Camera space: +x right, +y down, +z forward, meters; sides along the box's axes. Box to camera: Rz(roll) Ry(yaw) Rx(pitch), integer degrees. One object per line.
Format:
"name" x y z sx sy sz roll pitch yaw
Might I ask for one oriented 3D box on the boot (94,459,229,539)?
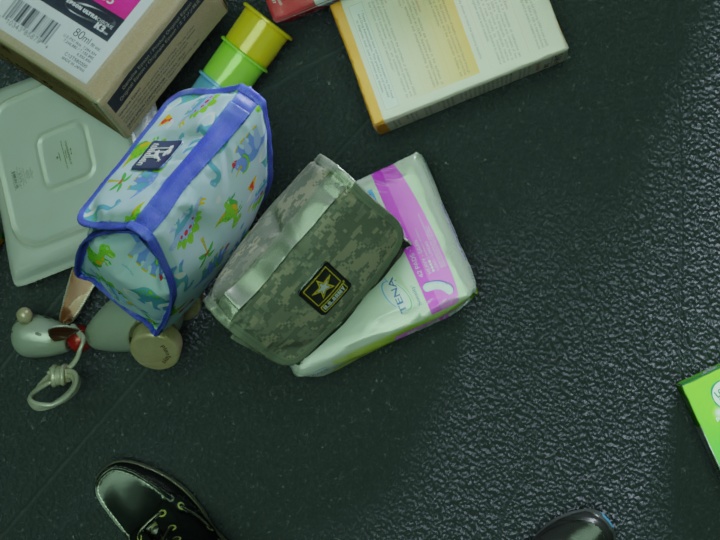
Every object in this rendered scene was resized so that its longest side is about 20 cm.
"boot" -0.183 0.260 1.314 0.203 0.154 0.074 42 93 5

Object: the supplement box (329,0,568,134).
"supplement box" 0.085 -0.227 1.338 0.198 0.074 0.128 -20 86 5

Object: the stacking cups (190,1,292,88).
"stacking cups" -0.144 -0.162 1.371 0.060 0.060 0.201 35 96 6

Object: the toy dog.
"toy dog" -0.251 0.039 1.347 0.198 0.132 0.097 -19 126 -2

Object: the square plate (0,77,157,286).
"square plate" -0.283 -0.109 1.369 0.196 0.028 0.203 -18 79 16

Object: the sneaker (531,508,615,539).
"sneaker" 0.160 0.302 1.314 0.199 0.082 0.073 -41 83 2

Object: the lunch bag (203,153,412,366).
"lunch bag" -0.047 -0.006 1.217 0.117 0.200 0.164 43 92 7

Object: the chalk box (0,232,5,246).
"chalk box" -0.474 -0.028 1.367 0.198 0.125 0.125 28 92 5

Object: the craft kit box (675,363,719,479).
"craft kit box" 0.428 0.155 1.310 0.198 0.049 0.199 -26 84 5

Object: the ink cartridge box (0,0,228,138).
"ink cartridge box" -0.254 -0.246 1.332 0.199 0.075 0.166 31 80 24

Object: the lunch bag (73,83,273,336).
"lunch bag" -0.158 -0.060 1.224 0.127 0.200 0.171 36 66 -4

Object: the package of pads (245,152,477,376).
"package of pads" 0.000 0.000 1.345 0.198 0.068 0.156 -24 85 6

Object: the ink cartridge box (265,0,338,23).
"ink cartridge box" -0.009 -0.339 1.321 0.198 0.084 0.146 -19 97 15
